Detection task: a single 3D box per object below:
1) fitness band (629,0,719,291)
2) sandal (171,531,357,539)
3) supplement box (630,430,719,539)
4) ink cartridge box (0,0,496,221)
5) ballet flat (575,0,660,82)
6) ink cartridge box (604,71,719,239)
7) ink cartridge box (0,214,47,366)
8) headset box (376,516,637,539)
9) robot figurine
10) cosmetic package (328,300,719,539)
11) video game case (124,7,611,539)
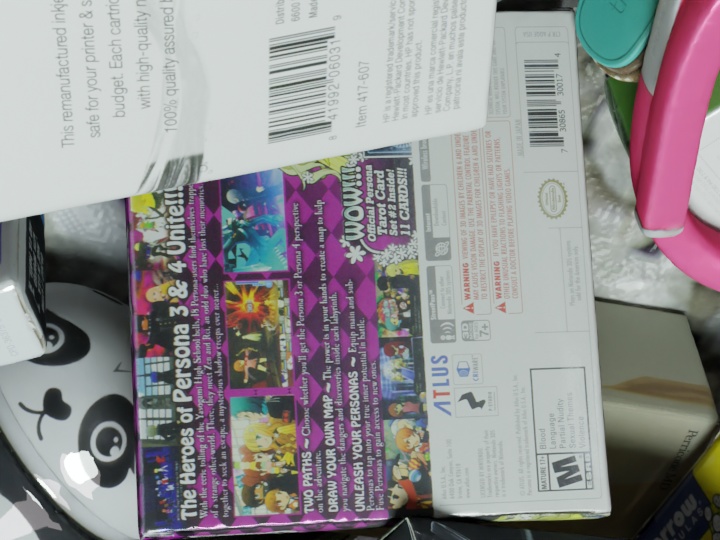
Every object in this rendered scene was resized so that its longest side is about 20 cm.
[{"bbox_3d":[0.178,-0.065,0.912,0.143,0.038,0.201,-1,133,-9],"label":"fitness band"},{"bbox_3d":[-0.093,0.129,1.096,0.200,0.080,0.057,-8,146,-2],"label":"sandal"},{"bbox_3d":[0.236,0.123,1.072,0.199,0.110,0.109,-3,137,-40],"label":"supplement box"},{"bbox_3d":[-0.063,-0.102,0.716,0.199,0.085,0.146,-11,138,-13],"label":"ink cartridge box"},{"bbox_3d":[0.150,-0.155,0.903,0.065,0.071,0.200,-5,141,-42],"label":"ballet flat"},{"bbox_3d":[0.210,-0.083,0.967,0.200,0.059,0.104,-33,128,19],"label":"ink cartridge box"},{"bbox_3d":[-0.210,-0.021,0.861,0.199,0.199,0.044,-12,129,3],"label":"ink cartridge box"},{"bbox_3d":[0.065,0.184,0.968,0.199,0.093,0.174,9,142,-32],"label":"headset box"},{"bbox_3d":[-0.159,0.093,1.010,0.200,0.125,0.150,-36,125,12],"label":"robot figurine"},{"bbox_3d":[0.044,0.064,1.060,0.199,0.071,0.106,8,130,-16],"label":"cosmetic package"},{"bbox_3d":[0.000,0.000,0.929,0.180,0.201,0.036,-2,170,-8],"label":"video game case"}]
